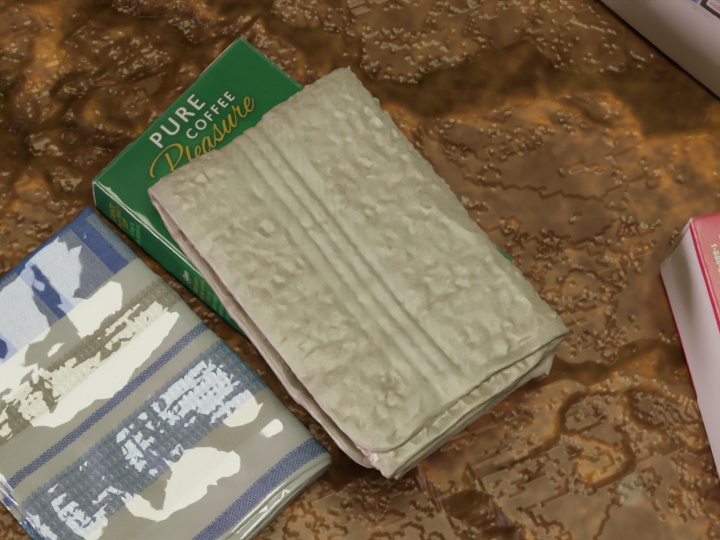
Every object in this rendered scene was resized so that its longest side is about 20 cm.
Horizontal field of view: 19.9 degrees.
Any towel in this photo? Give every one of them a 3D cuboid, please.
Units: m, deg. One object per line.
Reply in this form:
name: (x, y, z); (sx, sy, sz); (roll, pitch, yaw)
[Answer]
towel: (-0.129, 0.077, 1.067); (0.147, 0.024, 0.200); (-40, 77, -18)
towel: (0.000, 0.000, 1.053); (0.132, 0.034, 0.200); (-34, 75, -17)

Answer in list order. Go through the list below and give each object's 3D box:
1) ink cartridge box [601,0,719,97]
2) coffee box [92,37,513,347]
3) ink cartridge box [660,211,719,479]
ink cartridge box: (0.234, -0.203, 1.105); (0.145, 0.200, 0.147); (42, 72, 9)
coffee box: (-0.031, -0.019, 1.099); (0.200, 0.044, 0.123); (39, 72, 9)
ink cartridge box: (0.278, 0.033, 1.081); (0.200, 0.084, 0.145); (-11, 71, -8)
